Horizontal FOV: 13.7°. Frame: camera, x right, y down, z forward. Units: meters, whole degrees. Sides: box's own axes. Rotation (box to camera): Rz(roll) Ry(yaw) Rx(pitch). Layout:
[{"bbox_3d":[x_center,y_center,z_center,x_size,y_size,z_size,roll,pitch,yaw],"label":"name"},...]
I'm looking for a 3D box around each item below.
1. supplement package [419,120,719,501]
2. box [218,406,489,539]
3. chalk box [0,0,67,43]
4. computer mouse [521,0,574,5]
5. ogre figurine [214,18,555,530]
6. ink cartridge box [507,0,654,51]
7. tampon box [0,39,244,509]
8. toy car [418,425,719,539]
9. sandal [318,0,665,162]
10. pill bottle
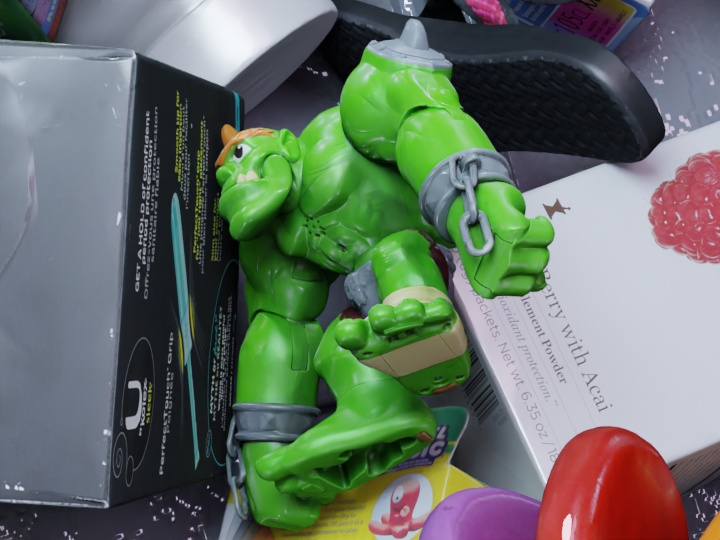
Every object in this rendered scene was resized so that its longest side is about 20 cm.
[{"bbox_3d":[0.119,0.023,1.188,0.199,0.120,0.122,-21,76,-21],"label":"supplement package"},{"bbox_3d":[-0.011,0.150,1.110,0.048,0.117,0.201,31,62,-42],"label":"box"},{"bbox_3d":[-0.153,-0.161,1.081,0.199,0.124,0.126,17,85,3],"label":"chalk box"},{"bbox_3d":[0.070,-0.210,1.204,0.140,0.046,0.201,-32,82,-3],"label":"computer mouse"},{"bbox_3d":[0.000,0.000,1.069,0.097,0.200,0.121,-6,59,-11],"label":"ogre figurine"},{"bbox_3d":[0.047,-0.196,1.271,0.199,0.076,0.137,26,66,-7],"label":"ink cartridge box"},{"bbox_3d":[-0.121,0.000,1.051,0.125,0.200,0.151,3,90,8],"label":"tampon box"},{"bbox_3d":[0.081,0.132,0.996,0.150,0.200,0.175,56,33,-2],"label":"toy car"},{"bbox_3d":[0.054,-0.082,1.184,0.045,0.199,0.075,-50,125,-20],"label":"sandal"},{"bbox_3d":[-0.106,-0.149,1.193,0.109,0.110,0.200,-38,84,-24],"label":"pill bottle"}]
